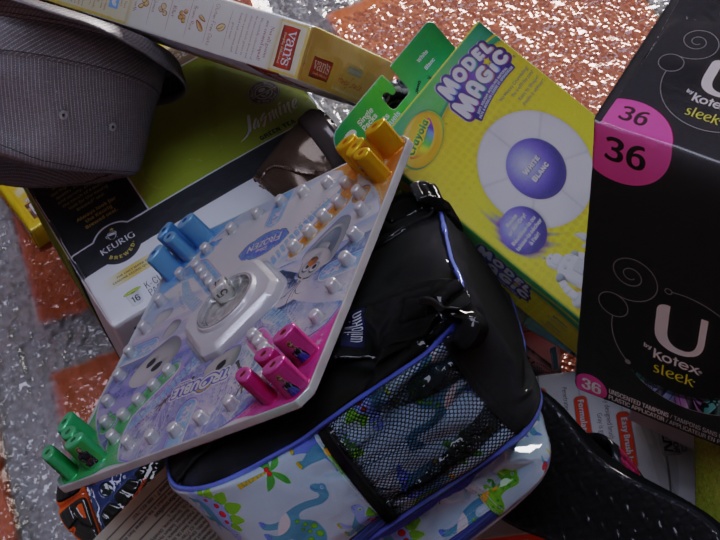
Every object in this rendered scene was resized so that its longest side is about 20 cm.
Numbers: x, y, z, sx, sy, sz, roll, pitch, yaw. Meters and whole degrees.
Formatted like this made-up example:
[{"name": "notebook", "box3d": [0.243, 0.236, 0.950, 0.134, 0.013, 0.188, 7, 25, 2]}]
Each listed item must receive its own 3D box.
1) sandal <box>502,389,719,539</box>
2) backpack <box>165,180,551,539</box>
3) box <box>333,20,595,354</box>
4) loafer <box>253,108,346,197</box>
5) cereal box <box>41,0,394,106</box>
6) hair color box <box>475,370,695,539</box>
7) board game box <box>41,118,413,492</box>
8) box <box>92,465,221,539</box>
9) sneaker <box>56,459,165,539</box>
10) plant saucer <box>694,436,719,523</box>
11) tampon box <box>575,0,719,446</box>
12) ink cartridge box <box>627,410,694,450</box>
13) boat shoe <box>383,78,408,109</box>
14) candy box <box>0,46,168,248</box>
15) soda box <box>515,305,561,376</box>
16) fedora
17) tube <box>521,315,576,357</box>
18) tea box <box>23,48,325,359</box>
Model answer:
[{"name": "sandal", "box3d": [0.132, 0.129, 0.905, 0.199, 0.045, 0.076, 34, 103, 37]}, {"name": "backpack", "box3d": [0.000, 0.081, 0.868, 0.199, 0.147, 0.183, -33, 22, 10]}, {"name": "box", "box3d": [0.091, -0.059, 0.951, 0.199, 0.048, 0.118, 38, 68, 3]}, {"name": "loafer", "box3d": [0.000, 0.000, 0.988, 0.071, 0.073, 0.201, -32, 86, 1]}, {"name": "cereal box", "box3d": [-0.090, -0.154, 1.019, 0.198, 0.144, 0.040, 21, 95, 23]}, {"name": "hair color box", "box3d": [0.109, 0.128, 0.986, 0.197, 0.064, 0.112, -8, 53, 8]}, {"name": "board game box", "box3d": [-0.075, 0.017, 0.876, 0.199, 0.026, 0.201, -22, 32, 38]}, {"name": "box", "box3d": [-0.069, 0.225, 0.926, 0.199, 0.109, 0.128, 33, 65, 29]}, {"name": "sneaker", "box3d": [-0.113, 0.093, 1.027, 0.200, 0.078, 0.075, -43, 75, -2]}, {"name": "plant saucer", "box3d": [0.282, 0.166, 0.855, 0.197, 0.048, 0.203, -1, 97, 11]}, {"name": "tampon box", "box3d": [0.203, -0.019, 0.800, 0.149, 0.201, 0.127, 21, 54, 22]}, {"name": "ink cartridge box", "box3d": [0.280, 0.058, 0.944, 0.198, 0.085, 0.147, 24, 55, 7]}, {"name": "boat shoe", "box3d": [0.089, -0.051, 1.005, 0.199, 0.091, 0.071, 23, 53, 26]}, {"name": "candy box", "box3d": [-0.194, -0.108, 1.240, 0.199, 0.027, 0.102, -35, 52, -13]}, {"name": "soda box", "box3d": [0.092, -0.024, 1.093, 0.063, 0.069, 0.202, -9, 55, 5]}, {"name": "fedora", "box3d": [-0.207, -0.103, 0.992, 0.176, 0.199, 0.091, -2, 78, 43]}, {"name": "tube", "box3d": [0.189, -0.004, 1.037, 0.077, 0.051, 0.200, 26, 48, 24]}, {"name": "tea box", "box3d": [-0.111, -0.039, 1.106, 0.199, 0.134, 0.197, -30, 55, -10]}]
